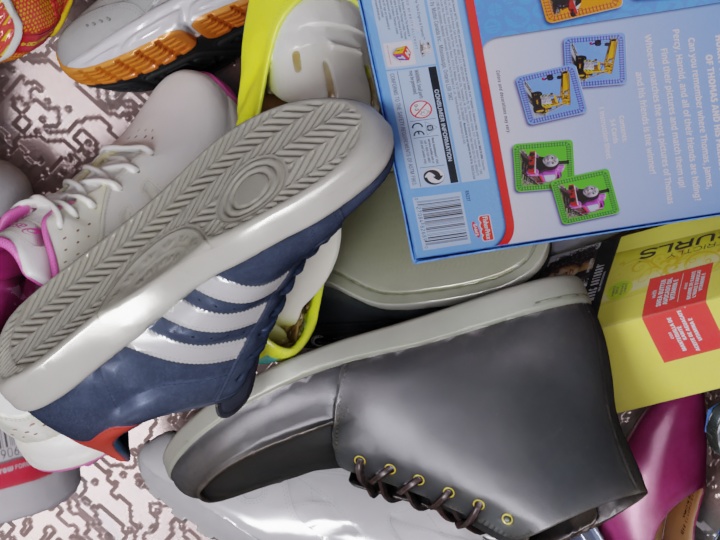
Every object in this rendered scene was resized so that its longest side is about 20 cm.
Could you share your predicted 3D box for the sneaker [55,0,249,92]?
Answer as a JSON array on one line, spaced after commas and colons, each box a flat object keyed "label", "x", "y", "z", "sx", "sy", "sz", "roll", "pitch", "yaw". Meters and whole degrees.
[{"label": "sneaker", "x": -0.058, "y": -0.157, "z": 1.342, "sx": 0.199, "sy": 0.076, "sz": 0.092, "roll": -31, "pitch": 76, "yaw": 7}]

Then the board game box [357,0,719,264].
[{"label": "board game box", "x": 0.106, "y": -0.084, "z": 1.180, "sx": 0.199, "sy": 0.037, "sz": 0.152, "roll": -8, "pitch": 128, "yaw": 6}]

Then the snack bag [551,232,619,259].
[{"label": "snack bag", "x": 0.158, "y": -0.067, "z": 1.291, "sx": 0.199, "sy": 0.189, "sz": 0.022, "roll": -20, "pitch": 69, "yaw": 3}]

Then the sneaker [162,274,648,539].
[{"label": "sneaker", "x": 0.018, "y": 0.083, "z": 1.269, "sx": 0.199, "sy": 0.075, "sz": 0.107, "roll": -21, "pitch": 75, "yaw": 6}]

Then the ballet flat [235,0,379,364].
[{"label": "ballet flat", "x": -0.022, "y": -0.055, "z": 1.264, "sx": 0.067, "sy": 0.067, "sz": 0.201, "roll": 12, "pitch": 94, "yaw": -26}]

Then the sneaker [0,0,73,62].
[{"label": "sneaker", "x": -0.218, "y": -0.161, "z": 1.343, "sx": 0.200, "sy": 0.077, "sz": 0.073, "roll": 43, "pitch": 117, "yaw": 10}]

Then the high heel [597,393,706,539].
[{"label": "high heel", "x": 0.155, "y": 0.150, "z": 1.361, "sx": 0.096, "sy": 0.067, "sz": 0.201, "roll": 21, "pitch": 113, "yaw": 29}]

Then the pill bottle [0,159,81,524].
[{"label": "pill bottle", "x": -0.195, "y": 0.012, "z": 1.337, "sx": 0.110, "sy": 0.111, "sz": 0.201, "roll": -9, "pitch": 97, "yaw": 2}]

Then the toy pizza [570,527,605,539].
[{"label": "toy pizza", "x": 0.033, "y": 0.168, "z": 1.380, "sx": 0.199, "sy": 0.032, "sz": 0.201, "roll": 3, "pitch": 101, "yaw": 18}]

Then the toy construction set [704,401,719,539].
[{"label": "toy construction set", "x": 0.219, "y": 0.095, "z": 1.343, "sx": 0.131, "sy": 0.092, "sz": 0.201, "roll": -14, "pitch": 97, "yaw": -26}]

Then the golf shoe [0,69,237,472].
[{"label": "golf shoe", "x": -0.113, "y": -0.015, "z": 1.294, "sx": 0.091, "sy": 0.075, "sz": 0.201, "roll": 42, "pitch": 58, "yaw": -36}]

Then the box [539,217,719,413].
[{"label": "box", "x": 0.160, "y": 0.012, "z": 1.310, "sx": 0.199, "sy": 0.075, "sz": 0.050, "roll": -14, "pitch": 121, "yaw": 28}]

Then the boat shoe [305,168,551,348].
[{"label": "boat shoe", "x": -0.001, "y": 0.002, "z": 1.332, "sx": 0.198, "sy": 0.066, "sz": 0.075, "roll": -8, "pitch": 57, "yaw": 21}]

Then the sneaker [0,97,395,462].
[{"label": "sneaker", "x": -0.053, "y": 0.008, "z": 1.210, "sx": 0.200, "sy": 0.075, "sz": 0.084, "roll": -33, "pitch": 123, "yaw": 22}]

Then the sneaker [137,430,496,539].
[{"label": "sneaker", "x": -0.005, "y": 0.110, "z": 1.335, "sx": 0.199, "sy": 0.076, "sz": 0.081, "roll": 24, "pitch": 93, "yaw": 10}]
